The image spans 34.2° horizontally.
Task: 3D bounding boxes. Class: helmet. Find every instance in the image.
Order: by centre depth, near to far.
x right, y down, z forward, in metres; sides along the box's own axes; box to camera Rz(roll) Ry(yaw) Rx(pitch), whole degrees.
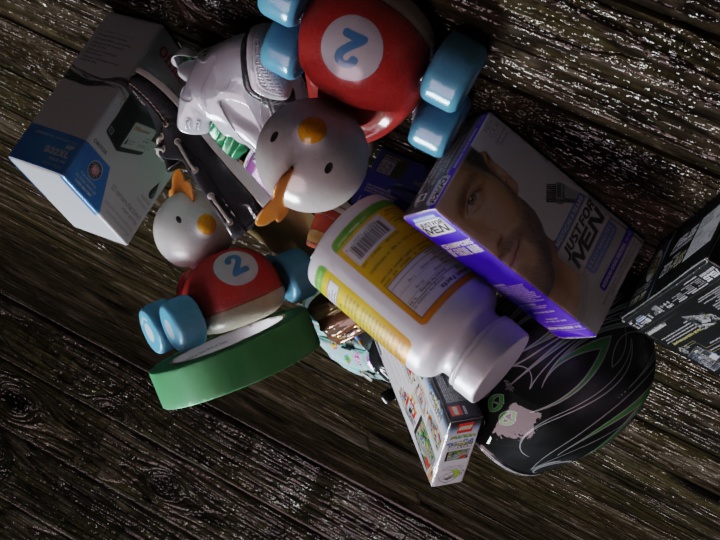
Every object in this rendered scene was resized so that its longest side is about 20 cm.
[{"bbox_3d":[0.201,0.097,1.191,0.200,0.191,0.200,35,-154,-20],"label":"helmet"}]

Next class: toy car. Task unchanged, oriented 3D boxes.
[{"bbox_3d":[-0.027,-0.122,0.962,0.184,0.200,0.177,28,163,6],"label":"toy car"},{"bbox_3d":[-0.184,-0.028,1.397,0.177,0.184,0.200,-11,102,65],"label":"toy car"}]

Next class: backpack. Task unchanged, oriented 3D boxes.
[{"bbox_3d":[0.023,0.063,1.507,0.200,0.167,0.127,14,140,51],"label":"backpack"}]

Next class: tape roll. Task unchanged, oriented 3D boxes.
[{"bbox_3d":[-0.147,0.101,1.379,0.200,0.200,0.048,-11,101,65],"label":"tape roll"}]

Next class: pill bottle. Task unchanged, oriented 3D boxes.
[{"bbox_3d":[0.057,0.029,1.102,0.200,0.111,0.111,40,166,18],"label":"pill bottle"}]

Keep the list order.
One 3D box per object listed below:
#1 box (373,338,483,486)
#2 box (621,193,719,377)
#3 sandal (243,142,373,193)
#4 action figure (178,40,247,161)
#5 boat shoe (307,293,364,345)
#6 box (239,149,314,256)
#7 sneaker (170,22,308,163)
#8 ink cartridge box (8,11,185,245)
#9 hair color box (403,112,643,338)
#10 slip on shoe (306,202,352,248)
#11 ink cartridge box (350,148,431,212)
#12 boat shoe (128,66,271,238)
[{"bbox_3d":[0.064,0.105,1.189,0.110,0.035,0.200,101,155,-46],"label":"box"},{"bbox_3d":[0.333,0.024,0.965,0.164,0.086,0.200,30,163,3],"label":"box"},{"bbox_3d":[-0.069,-0.112,1.229,0.082,0.050,0.203,50,139,-12],"label":"sandal"},{"bbox_3d":[-0.151,-0.155,1.245,0.118,0.055,0.200,32,145,2],"label":"action figure"},{"bbox_3d":[0.035,0.033,1.385,0.200,0.072,0.068,-22,107,26],"label":"boat shoe"},{"bbox_3d":[-0.114,-0.078,1.401,0.163,0.021,0.200,37,160,-1],"label":"box"},{"bbox_3d":[-0.105,-0.141,1.140,0.115,0.075,0.200,-5,127,21],"label":"sneaker"},{"bbox_3d":[-0.260,-0.153,1.262,0.084,0.200,0.145,18,159,28],"label":"ink cartridge box"},{"bbox_3d":[0.150,-0.037,1.059,0.200,0.109,0.065,36,162,-17],"label":"hair color box"},{"bbox_3d":[0.000,0.000,1.245,0.074,0.061,0.200,19,159,36],"label":"slip on shoe"},{"bbox_3d":[0.072,-0.045,1.228,0.136,0.076,0.200,24,160,19],"label":"ink cartridge box"},{"bbox_3d":[-0.172,-0.119,1.184,0.200,0.060,0.074,47,177,-2],"label":"boat shoe"}]
